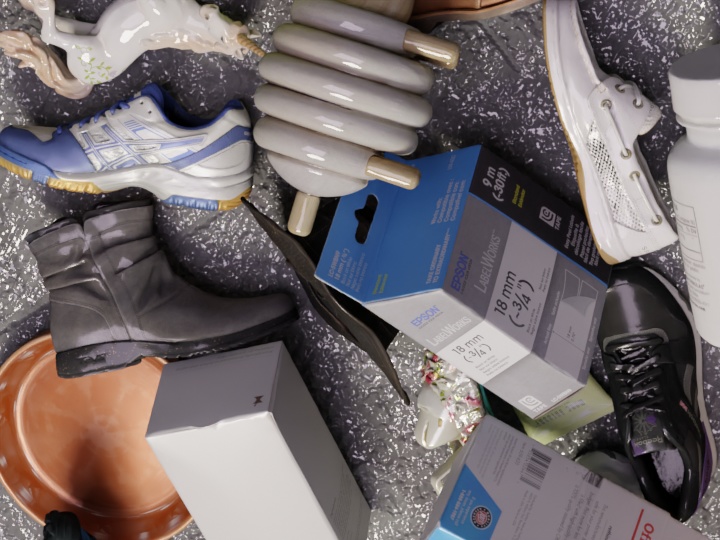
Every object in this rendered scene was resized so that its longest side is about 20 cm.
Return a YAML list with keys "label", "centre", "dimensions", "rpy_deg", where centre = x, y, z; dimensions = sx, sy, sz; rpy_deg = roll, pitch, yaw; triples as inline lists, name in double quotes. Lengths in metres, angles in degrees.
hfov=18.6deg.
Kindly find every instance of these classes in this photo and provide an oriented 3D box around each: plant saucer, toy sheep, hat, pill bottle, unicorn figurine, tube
- label: "plant saucer"
  centre: [-0.209, 0.134, 1.790]
  dimensions: [0.200, 0.032, 0.201]
  rpy_deg: [5, 113, 12]
- label: "toy sheep"
  centre: [-0.010, -0.119, 1.523]
  dimensions: [0.138, 0.138, 0.200]
  rpy_deg: [18, 90, 6]
- label: "hat"
  centre: [0.000, 0.000, 1.625]
  dimensions: [0.081, 0.201, 0.201]
  rpy_deg: [-41, 100, -5]
- label: "pill bottle"
  centre: [0.276, -0.055, 1.544]
  dimensions: [0.114, 0.114, 0.200]
  rpy_deg: [-7, 111, 17]
- label: "unicorn figurine"
  centre: [-0.167, -0.190, 1.627]
  dimensions: [0.200, 0.074, 0.137]
  rpy_deg: [-24, 115, 36]
- label: "tube"
  centre: [0.112, 0.043, 1.664]
  dimensions: [0.200, 0.052, 0.058]
  rpy_deg: [55, 158, -15]

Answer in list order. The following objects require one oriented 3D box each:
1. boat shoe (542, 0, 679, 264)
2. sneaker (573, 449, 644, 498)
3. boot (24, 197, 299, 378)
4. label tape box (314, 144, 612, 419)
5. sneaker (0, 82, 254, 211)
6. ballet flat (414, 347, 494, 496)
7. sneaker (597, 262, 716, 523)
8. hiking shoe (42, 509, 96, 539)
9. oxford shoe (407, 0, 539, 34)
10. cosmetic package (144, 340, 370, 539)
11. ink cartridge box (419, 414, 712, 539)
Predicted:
- label: "boat shoe"
  centre: [0.181, -0.107, 1.567]
  dimensions: [0.069, 0.071, 0.200]
  rpy_deg: [-14, 103, 16]
- label: "sneaker"
  centre: [0.165, 0.230, 1.708]
  dimensions: [0.074, 0.087, 0.200]
  rpy_deg: [23, 115, 5]
- label: "boot"
  centre: [-0.154, 0.004, 1.700]
  dimensions: [0.200, 0.070, 0.132]
  rpy_deg: [-10, 89, -3]
- label: "label tape box"
  centre: [0.080, -0.009, 1.566]
  dimensions: [0.200, 0.144, 0.063]
  rpy_deg: [33, 139, -19]
- label: "sneaker"
  centre: [-0.177, -0.103, 1.666]
  dimensions: [0.200, 0.075, 0.088]
  rpy_deg: [6, 107, 1]
- label: "ballet flat"
  centre: [0.079, 0.138, 1.693]
  dimensions: [0.064, 0.076, 0.200]
  rpy_deg: [-25, 107, -12]
- label: "sneaker"
  centre: [0.221, 0.093, 1.635]
  dimensions: [0.076, 0.088, 0.200]
  rpy_deg: [-14, 108, 19]
- label: "hiking shoe"
  centre: [-0.211, 0.252, 1.797]
  dimensions: [0.087, 0.075, 0.200]
  rpy_deg: [-3, 146, 3]
- label: "oxford shoe"
  centre: [0.086, -0.216, 1.549]
  dimensions: [0.200, 0.071, 0.071]
  rpy_deg: [-12, 105, 20]
- label: "cosmetic package"
  centre: [-0.076, 0.160, 1.706]
  dimensions: [0.107, 0.085, 0.200]
  rpy_deg: [-10, 128, 17]
- label: "ink cartridge box"
  centre: [0.150, 0.208, 1.609]
  dimensions: [0.200, 0.116, 0.067]
  rpy_deg: [29, 138, -1]
